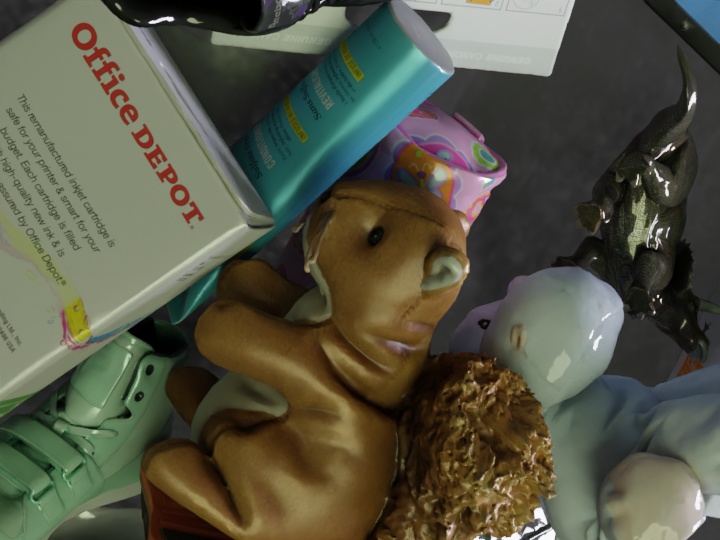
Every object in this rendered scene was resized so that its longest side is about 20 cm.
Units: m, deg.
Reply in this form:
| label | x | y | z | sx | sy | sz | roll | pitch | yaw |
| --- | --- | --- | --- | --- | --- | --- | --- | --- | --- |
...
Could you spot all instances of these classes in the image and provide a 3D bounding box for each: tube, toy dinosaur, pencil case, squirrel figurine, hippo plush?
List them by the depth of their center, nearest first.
| label | x | y | z | sx | sy | sz | roll | pitch | yaw |
| --- | --- | --- | --- | --- | --- | --- | --- | --- | --- |
| squirrel figurine | 0.011 | 0.057 | 0.932 | 0.199 | 0.142 | 0.187 | 36 | 101 | -1 |
| tube | -0.038 | -0.059 | 0.967 | 0.200 | 0.078 | 0.050 | -42 | 128 | 19 |
| hippo plush | 0.133 | 0.067 | 1.002 | 0.159 | 0.161 | 0.200 | -34 | 173 | -25 |
| pencil case | 0.000 | 0.000 | 1.025 | 0.087 | 0.088 | 0.201 | 19 | 115 | -25 |
| toy dinosaur | 0.162 | -0.037 | 1.051 | 0.076 | 0.102 | 0.202 | 7 | 114 | 27 |

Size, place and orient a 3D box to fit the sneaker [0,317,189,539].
| label | x | y | z | sx | sy | sz | roll | pitch | yaw |
| --- | --- | --- | --- | --- | --- | --- | --- | --- | --- |
| sneaker | -0.169 | 0.082 | 0.991 | 0.200 | 0.073 | 0.119 | -25 | 140 | -55 |

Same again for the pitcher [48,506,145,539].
| label | x | y | z | sx | sy | sz | roll | pitch | yaw |
| --- | --- | --- | --- | --- | --- | --- | --- | --- | --- |
| pitcher | -0.194 | 0.225 | 1.102 | 0.170 | 0.121 | 0.202 | 18 | 119 | 11 |

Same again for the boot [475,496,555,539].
| label | x | y | z | sx | sy | sz | roll | pitch | yaw |
| --- | --- | --- | --- | --- | --- | --- | --- | --- | --- |
| boot | 0.093 | 0.126 | 1.098 | 0.199 | 0.072 | 0.184 | -19 | 113 | -32 |

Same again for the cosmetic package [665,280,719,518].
| label | x | y | z | sx | sy | sz | roll | pitch | yaw |
| --- | --- | --- | --- | --- | --- | --- | --- | --- | --- |
| cosmetic package | 0.259 | 0.046 | 1.108 | 0.071 | 0.102 | 0.201 | 13 | 116 | -21 |

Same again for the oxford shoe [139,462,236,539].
| label | x | y | z | sx | sy | sz | roll | pitch | yaw |
| --- | --- | --- | --- | --- | --- | --- | --- | --- | --- |
| oxford shoe | -0.089 | 0.147 | 0.986 | 0.071 | 0.200 | 0.074 | 8 | 104 | -1 |

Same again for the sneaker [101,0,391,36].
| label | x | y | z | sx | sy | sz | roll | pitch | yaw |
| --- | --- | --- | --- | --- | --- | --- | --- | --- | --- |
| sneaker | -0.030 | -0.141 | 0.876 | 0.198 | 0.088 | 0.076 | -4 | 132 | -11 |

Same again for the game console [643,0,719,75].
| label | x | y | z | sx | sy | sz | roll | pitch | yaw |
| --- | --- | --- | --- | --- | --- | --- | --- | --- | --- |
| game console | 0.273 | -0.126 | 0.959 | 0.200 | 0.176 | 0.117 | 39 | 90 | -18 |

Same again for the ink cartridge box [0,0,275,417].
| label | x | y | z | sx | sy | sz | roll | pitch | yaw |
| --- | --- | --- | --- | --- | --- | --- | --- | --- | --- |
| ink cartridge box | -0.164 | -0.028 | 0.921 | 0.199 | 0.084 | 0.145 | -34 | 86 | 7 |

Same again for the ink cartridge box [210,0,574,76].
| label | x | y | z | sx | sy | sz | roll | pitch | yaw |
| --- | --- | --- | --- | --- | --- | --- | --- | --- | --- |
| ink cartridge box | 0.030 | -0.190 | 0.936 | 0.198 | 0.044 | 0.175 | 4 | 131 | -17 |
